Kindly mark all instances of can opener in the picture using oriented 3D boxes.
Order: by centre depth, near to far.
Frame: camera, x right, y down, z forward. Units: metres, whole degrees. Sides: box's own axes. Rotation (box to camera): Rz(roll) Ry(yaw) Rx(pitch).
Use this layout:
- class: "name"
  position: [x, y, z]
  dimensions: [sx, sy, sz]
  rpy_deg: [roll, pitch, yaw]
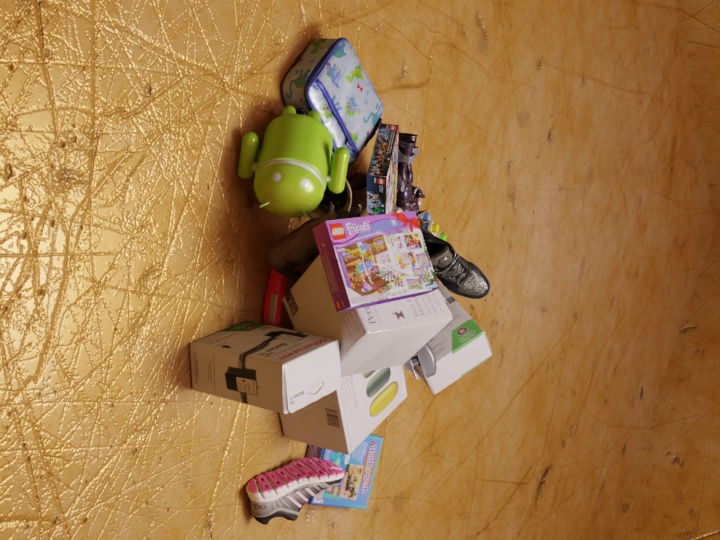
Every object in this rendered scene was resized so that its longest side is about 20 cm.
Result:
- class: "can opener"
  position: [0.088, 0.107, 1.748]
  dimensions: [0.053, 0.067, 0.201]
  rpy_deg: [-30, 102, -86]

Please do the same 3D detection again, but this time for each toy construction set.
- class: "toy construction set"
  position: [0.153, -0.019, 1.989]
  dimensions: [0.200, 0.092, 0.132]
  rpy_deg: [53, 47, -41]

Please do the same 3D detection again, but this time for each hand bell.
- class: "hand bell"
  position: [-0.027, -0.155, 1.714]
  dimensions: [0.200, 0.104, 0.105]
  rpy_deg: [-34, 125, -63]

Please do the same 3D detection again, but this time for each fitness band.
- class: "fitness band"
  position: [-0.102, 0.050, 1.642]
  dimensions: [0.143, 0.037, 0.201]
  rpy_deg: [13, 86, -43]

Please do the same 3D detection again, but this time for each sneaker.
- class: "sneaker"
  position: [-0.118, 0.401, 1.679]
  dimensions: [0.199, 0.074, 0.088]
  rpy_deg: [-10, 115, -38]
- class: "sneaker"
  position: [0.181, -0.003, 1.859]
  dimensions: [0.199, 0.114, 0.076]
  rpy_deg: [41, 96, -11]

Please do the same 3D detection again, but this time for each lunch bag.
- class: "lunch bag"
  position: [-0.047, -0.292, 1.637]
  dimensions: [0.161, 0.082, 0.200]
  rpy_deg: [-57, 138, -28]

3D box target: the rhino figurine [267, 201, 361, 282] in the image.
- class: "rhino figurine"
  position: [-0.072, -0.052, 1.525]
  dimensions: [0.087, 0.200, 0.060]
  rpy_deg: [21, 44, -47]

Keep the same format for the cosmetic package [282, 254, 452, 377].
- class: "cosmetic package"
  position: [0.010, 0.065, 1.567]
  dimensions: [0.199, 0.165, 0.165]
  rpy_deg: [-7, 61, -41]

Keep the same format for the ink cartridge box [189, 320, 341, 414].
- class: "ink cartridge box"
  position: [-0.149, 0.150, 1.475]
  dimensions: [0.146, 0.199, 0.084]
  rpy_deg: [-20, 114, -52]

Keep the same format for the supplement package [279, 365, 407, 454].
- class: "supplement package"
  position: [-0.036, 0.205, 1.698]
  dimensions: [0.200, 0.150, 0.153]
  rpy_deg: [-37, 126, -46]

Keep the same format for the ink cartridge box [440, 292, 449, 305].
- class: "ink cartridge box"
  position: [0.104, 0.026, 1.774]
  dimensions: [0.059, 0.104, 0.200]
  rpy_deg: [-38, 162, 4]

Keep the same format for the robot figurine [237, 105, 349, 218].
- class: "robot figurine"
  position: [-0.109, -0.172, 1.513]
  dimensions: [0.116, 0.174, 0.201]
  rpy_deg: [105, -5, -56]

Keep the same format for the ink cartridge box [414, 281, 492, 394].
- class: "ink cartridge box"
  position: [0.148, 0.126, 1.873]
  dimensions: [0.146, 0.200, 0.084]
  rpy_deg: [-33, 134, -5]

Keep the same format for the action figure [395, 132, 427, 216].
- class: "action figure"
  position: [0.088, -0.172, 1.876]
  dimensions: [0.130, 0.069, 0.201]
  rpy_deg: [-32, 127, -57]

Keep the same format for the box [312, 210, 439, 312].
- class: "box"
  position: [0.027, -0.017, 1.470]
  dimensions: [0.199, 0.039, 0.138]
  rpy_deg: [-9, 79, -42]

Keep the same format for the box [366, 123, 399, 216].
- class: "box"
  position: [0.041, -0.150, 1.714]
  dimensions: [0.201, 0.037, 0.137]
  rpy_deg: [89, 11, -50]

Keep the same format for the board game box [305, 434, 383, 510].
- class: "board game box"
  position: [-0.038, 0.386, 1.830]
  dimensions: [0.200, 0.045, 0.153]
  rpy_deg: [27, 74, -54]
